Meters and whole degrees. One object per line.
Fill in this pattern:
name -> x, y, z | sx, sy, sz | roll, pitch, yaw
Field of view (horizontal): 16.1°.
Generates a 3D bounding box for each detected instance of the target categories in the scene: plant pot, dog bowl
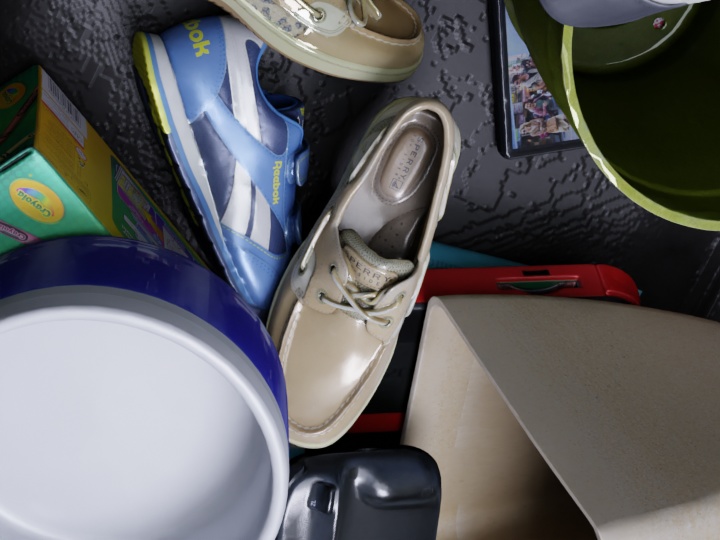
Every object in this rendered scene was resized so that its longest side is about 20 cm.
plant pot -> 0.144, 0.133, 1.419 | 0.177, 0.200, 0.200 | -10, 134, -24
dog bowl -> -0.135, 0.085, 1.300 | 0.200, 0.079, 0.200 | 0, 120, 0
plant pot -> 0.165, -0.144, 1.329 | 0.200, 0.193, 0.201 | -5, 109, -15

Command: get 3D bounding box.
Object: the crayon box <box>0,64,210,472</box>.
crayon box -> -0.134, -0.002, 1.366 | 0.058, 0.119, 0.200 | -34, 114, 10

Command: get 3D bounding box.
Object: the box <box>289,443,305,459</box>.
box -> -0.138, 0.105, 1.424 | 0.200, 0.082, 0.049 | 2, 107, -17

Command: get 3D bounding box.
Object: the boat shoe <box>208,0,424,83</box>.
boat shoe -> -0.043, -0.165, 1.361 | 0.200, 0.073, 0.063 | 25, 125, -23

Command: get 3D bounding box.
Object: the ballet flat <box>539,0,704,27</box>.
ballet flat -> 0.177, -0.167, 1.182 | 0.200, 0.073, 0.073 | -25, 113, -8

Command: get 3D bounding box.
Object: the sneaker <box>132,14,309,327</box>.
sneaker -> -0.058, -0.049, 1.404 | 0.082, 0.074, 0.200 | -23, 113, -10

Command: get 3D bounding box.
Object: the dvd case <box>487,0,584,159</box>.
dvd case -> 0.170, -0.147, 1.469 | 0.200, 0.018, 0.143 | -10, 110, -14

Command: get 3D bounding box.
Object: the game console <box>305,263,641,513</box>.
game console -> 0.058, 0.072, 1.477 | 0.200, 0.031, 0.177 | -1, 131, -17

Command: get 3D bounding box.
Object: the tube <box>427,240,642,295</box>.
tube -> 0.065, 0.019, 1.479 | 0.200, 0.050, 0.078 | 18, 114, -25

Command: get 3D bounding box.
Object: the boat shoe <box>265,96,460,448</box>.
boat shoe -> 0.000, 0.000, 1.362 | 0.072, 0.065, 0.200 | 24, 89, -3

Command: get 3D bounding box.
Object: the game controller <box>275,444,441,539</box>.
game controller -> -0.011, 0.190, 1.420 | 0.104, 0.042, 0.200 | -6, 116, -31

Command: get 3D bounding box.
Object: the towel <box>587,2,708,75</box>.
towel -> 0.197, -0.155, 1.453 | 0.144, 0.022, 0.200 | -31, 113, -5
